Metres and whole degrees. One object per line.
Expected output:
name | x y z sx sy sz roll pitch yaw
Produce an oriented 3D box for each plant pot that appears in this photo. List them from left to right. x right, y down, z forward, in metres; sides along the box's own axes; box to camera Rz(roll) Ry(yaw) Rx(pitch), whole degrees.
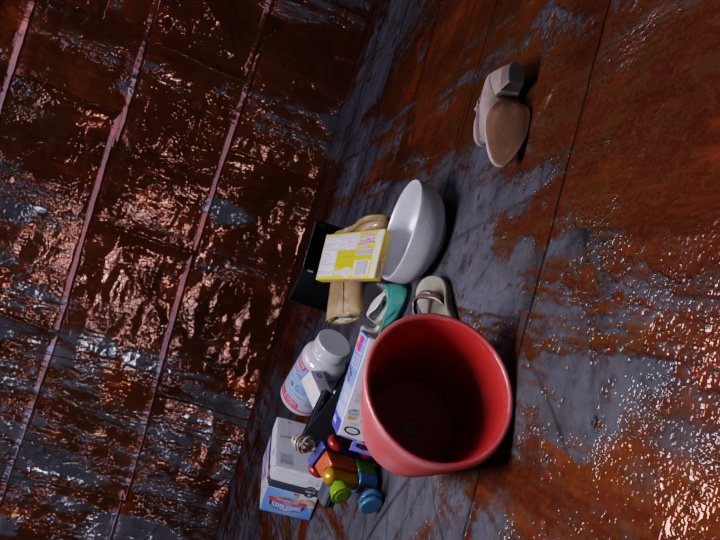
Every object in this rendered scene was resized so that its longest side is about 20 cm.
plant pot | 0.083 0.186 0.945 0.178 0.196 0.204 111 170 -59

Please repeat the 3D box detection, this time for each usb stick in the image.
usb stick | -0.047 0.419 1.523 0.056 0.032 0.203 -123 51 -67

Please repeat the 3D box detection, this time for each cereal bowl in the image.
cereal bowl | 0.111 -0.067 1.361 0.200 0.082 0.204 -162 89 -78

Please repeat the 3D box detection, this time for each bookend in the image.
bookend | -0.007 0.237 1.379 0.201 0.092 0.199 -53 3 18

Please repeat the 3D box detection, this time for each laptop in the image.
laptop | -0.064 0.002 1.799 0.116 0.184 0.204 164 123 -74

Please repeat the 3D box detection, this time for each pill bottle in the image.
pill bottle | -0.101 0.234 1.628 0.110 0.107 0.202 -90 26 -54
pill bottle | 0.004 0.015 1.616 0.121 0.117 0.201 -67 26 24

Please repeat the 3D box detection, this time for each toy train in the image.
toy train | -0.052 0.355 1.233 0.085 0.198 0.116 -54 34 18

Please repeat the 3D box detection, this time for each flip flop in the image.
flip flop | 0.119 0.068 1.204 0.201 0.057 0.082 -96 26 -60

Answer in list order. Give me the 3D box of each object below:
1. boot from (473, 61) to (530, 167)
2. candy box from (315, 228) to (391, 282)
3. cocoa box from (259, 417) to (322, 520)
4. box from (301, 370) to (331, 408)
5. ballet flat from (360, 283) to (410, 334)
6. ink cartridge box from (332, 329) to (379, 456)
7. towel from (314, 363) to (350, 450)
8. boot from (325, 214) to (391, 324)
boot | 0.223 -0.240 1.164 0.146 0.069 0.204 127 159 -73
candy box | -0.017 -0.028 1.453 0.198 0.026 0.104 -2 69 52
cocoa box | -0.166 0.484 1.730 0.201 0.131 0.133 -102 31 -67
box | -0.067 0.308 1.499 0.042 0.038 0.202 -47 56 30
ballet flat | 0.038 0.113 1.472 0.068 0.069 0.203 -106 34 -67
ink cartridge box | 0.036 0.219 1.186 0.076 0.134 0.204 -156 84 -79
towel | -0.053 0.325 1.642 0.112 0.048 0.203 135 151 -57
boot | 0.000 0.000 1.492 0.174 0.065 0.204 -24 54 45
